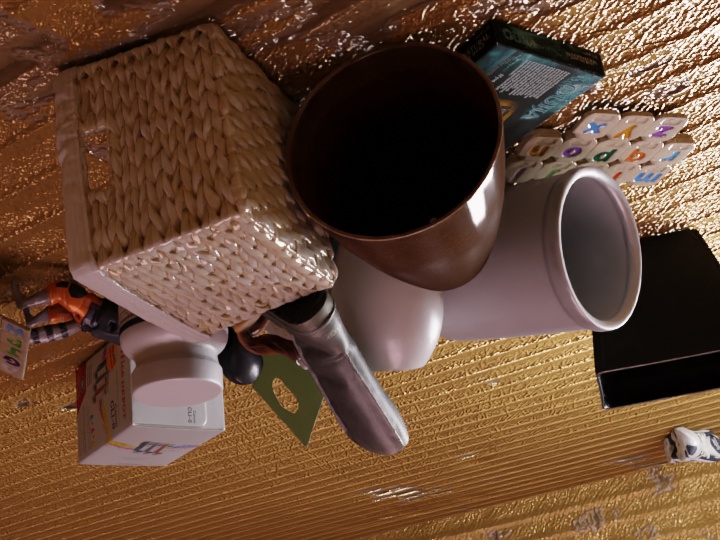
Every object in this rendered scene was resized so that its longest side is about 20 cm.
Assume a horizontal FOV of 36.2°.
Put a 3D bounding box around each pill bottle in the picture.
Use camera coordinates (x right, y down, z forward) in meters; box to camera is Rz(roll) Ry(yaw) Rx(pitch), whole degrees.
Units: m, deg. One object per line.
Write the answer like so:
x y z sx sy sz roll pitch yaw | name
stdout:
-0.199 0.035 1.169 0.114 0.202 0.116 -7 158 -3 | pill bottle

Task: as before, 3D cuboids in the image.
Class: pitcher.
0.000 0.000 1.134 0.169 0.203 0.121 -3 -177 -10 | pitcher

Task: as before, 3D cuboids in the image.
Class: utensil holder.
0.174 -0.012 1.190 0.199 0.172 0.169 -9 162 41 | utensil holder

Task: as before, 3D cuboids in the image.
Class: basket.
-0.139 -0.073 0.942 0.159 0.200 0.200 -20 154 17 | basket

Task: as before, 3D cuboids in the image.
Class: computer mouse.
-0.133 0.047 1.247 0.058 0.201 0.034 30 124 -32 | computer mouse

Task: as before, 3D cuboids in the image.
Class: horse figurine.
-0.101 0.018 1.199 0.132 0.202 0.050 -23 135 25 | horse figurine

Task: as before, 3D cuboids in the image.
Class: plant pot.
0.398 0.061 1.460 0.197 0.179 0.200 -12 157 11 | plant pot
0.054 -0.067 0.986 0.185 0.189 0.200 -13 151 13 | plant pot

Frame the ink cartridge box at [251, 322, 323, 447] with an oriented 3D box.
-0.081 0.080 1.268 0.048 0.145 0.202 9 110 -38 | ink cartridge box

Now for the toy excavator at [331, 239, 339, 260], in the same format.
-0.026 0.021 1.360 0.198 0.101 0.194 -3 159 26 | toy excavator

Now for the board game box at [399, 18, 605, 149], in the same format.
0.113 -0.156 1.039 0.134 0.028 0.200 8 152 -34 | board game box

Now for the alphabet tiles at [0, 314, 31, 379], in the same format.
-0.475 0.056 1.266 0.198 0.008 0.167 26 150 -7 | alphabet tiles

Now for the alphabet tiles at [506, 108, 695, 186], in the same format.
0.253 -0.121 1.187 0.198 0.015 0.196 0 156 -17 | alphabet tiles

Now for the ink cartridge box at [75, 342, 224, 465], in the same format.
-0.301 0.182 1.565 0.143 0.147 0.200 9 152 -34 | ink cartridge box

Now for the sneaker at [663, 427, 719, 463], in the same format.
0.786 0.400 2.539 0.128 0.080 0.200 -8 158 -2 | sneaker

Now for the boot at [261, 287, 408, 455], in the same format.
-0.041 0.074 1.076 0.072 0.182 0.200 -41 132 -5 | boot

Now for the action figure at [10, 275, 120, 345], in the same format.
-0.317 0.066 1.339 0.191 0.106 0.201 8 150 -7 | action figure
